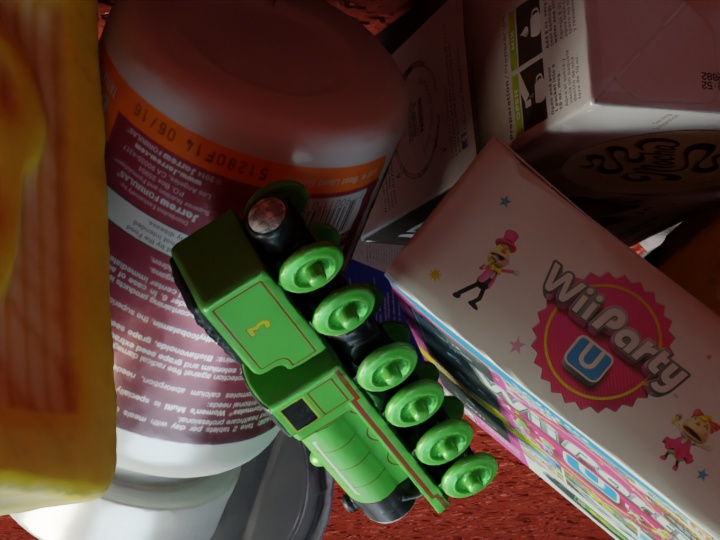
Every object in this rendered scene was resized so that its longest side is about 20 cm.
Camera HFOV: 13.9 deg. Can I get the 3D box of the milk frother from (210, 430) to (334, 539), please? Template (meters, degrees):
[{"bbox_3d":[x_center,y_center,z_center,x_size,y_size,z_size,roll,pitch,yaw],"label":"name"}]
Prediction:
[{"bbox_3d":[-0.126,0.066,1.227,0.199,0.181,0.188,-21,-179,-6],"label":"milk frother"}]

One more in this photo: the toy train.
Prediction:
[{"bbox_3d":[-0.007,0.036,1.009,0.056,0.042,0.200,-32,144,2],"label":"toy train"}]

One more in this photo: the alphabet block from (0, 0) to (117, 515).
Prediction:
[{"bbox_3d":[-0.215,-0.015,0.952,0.199,0.197,0.195,-12,167,36],"label":"alphabet block"}]

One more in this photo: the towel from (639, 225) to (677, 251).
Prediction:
[{"bbox_3d":[0.230,-0.027,1.408,0.199,0.032,0.191,-7,168,20],"label":"towel"}]

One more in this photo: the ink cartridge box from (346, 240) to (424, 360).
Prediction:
[{"bbox_3d":[0.000,0.000,1.315,0.037,0.095,0.200,-7,167,21],"label":"ink cartridge box"}]

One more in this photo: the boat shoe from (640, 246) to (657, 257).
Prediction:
[{"bbox_3d":[0.217,0.021,1.378,0.199,0.071,0.091,-9,162,20],"label":"boat shoe"}]

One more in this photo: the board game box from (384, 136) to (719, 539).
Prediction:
[{"bbox_3d":[0.090,0.045,1.049,0.147,0.064,0.200,39,172,14],"label":"board game box"}]

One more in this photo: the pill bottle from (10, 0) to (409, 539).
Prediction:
[{"bbox_3d":[-0.064,0.002,1.047,0.109,0.110,0.201,4,125,-30],"label":"pill bottle"}]

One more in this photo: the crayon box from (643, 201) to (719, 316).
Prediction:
[{"bbox_3d":[0.200,-0.001,1.088,0.200,0.127,0.051,-42,-175,20],"label":"crayon box"}]

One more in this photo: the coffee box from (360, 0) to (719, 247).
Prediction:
[{"bbox_3d":[0.085,-0.067,1.063,0.113,0.080,0.200,3,166,-23],"label":"coffee box"}]
